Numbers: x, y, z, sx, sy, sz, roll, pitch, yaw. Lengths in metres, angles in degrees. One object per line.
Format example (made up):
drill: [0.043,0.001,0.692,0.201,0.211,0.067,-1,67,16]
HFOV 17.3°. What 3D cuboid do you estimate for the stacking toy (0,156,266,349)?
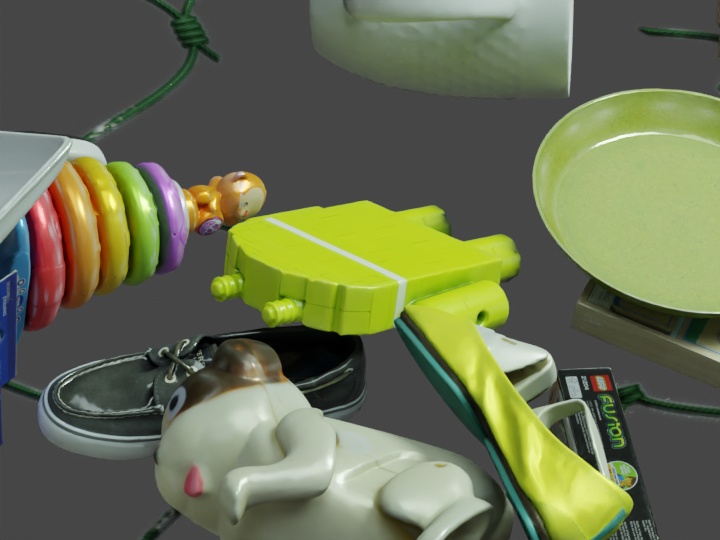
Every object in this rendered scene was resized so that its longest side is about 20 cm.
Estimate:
stacking toy: [-0.148,-0.029,1.454,0.199,0.116,0.110,-11,48,-26]

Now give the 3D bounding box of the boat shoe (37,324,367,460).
boat shoe: [-0.092,0.064,1.404,0.199,0.057,0.069,-6,49,-14]

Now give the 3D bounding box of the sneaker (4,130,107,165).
sneaker: [-0.269,-0.080,1.499,0.199,0.073,0.112,-12,52,-17]

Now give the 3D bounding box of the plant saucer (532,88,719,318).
plant saucer: [0.207,-0.038,1.525,0.199,0.031,0.201,4,48,-5]

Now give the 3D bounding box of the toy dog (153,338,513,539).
toy dog: [-0.023,0.120,1.312,0.200,0.140,0.194,28,42,18]

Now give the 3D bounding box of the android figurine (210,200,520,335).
android figurine: [0.000,0.000,1.440,0.182,0.041,0.200,24,27,38]

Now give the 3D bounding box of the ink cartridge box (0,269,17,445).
ink cartridge box: [-0.258,0.088,1.329,0.039,0.100,0.200,37,54,24]

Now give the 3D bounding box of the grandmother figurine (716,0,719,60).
grandmother figurine: [0.357,-0.168,1.685,0.199,0.061,0.122,5,56,0]

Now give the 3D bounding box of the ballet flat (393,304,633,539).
ballet flat: [0.087,0.079,1.296,0.067,0.067,0.200,-30,47,-2]

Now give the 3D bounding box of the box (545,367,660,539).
box: [0.135,0.165,1.309,0.035,0.110,0.200,-2,49,-11]

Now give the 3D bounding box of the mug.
mug: [0.054,-0.186,1.574,0.175,0.148,0.200,2,11,6]

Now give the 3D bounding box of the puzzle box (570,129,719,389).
puzzle box: [0.233,-0.009,1.541,0.133,0.025,0.200,22,48,11]

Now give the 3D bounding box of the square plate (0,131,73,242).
square plate: [-0.281,-0.008,1.348,0.200,0.028,0.198,6,49,42]
